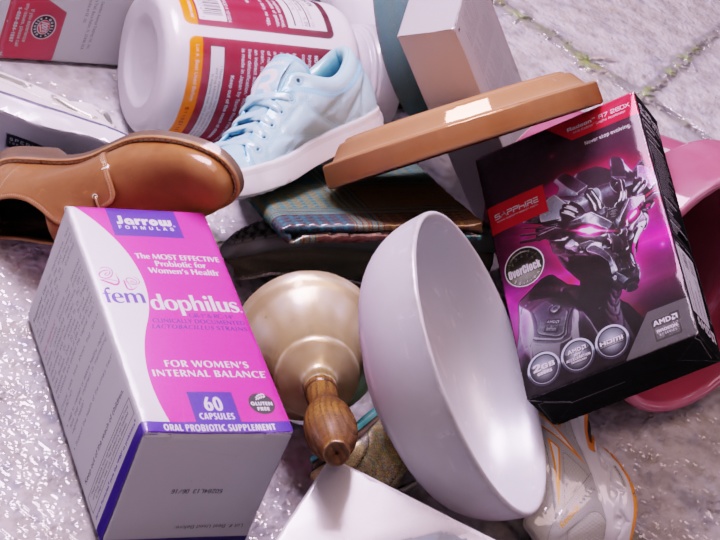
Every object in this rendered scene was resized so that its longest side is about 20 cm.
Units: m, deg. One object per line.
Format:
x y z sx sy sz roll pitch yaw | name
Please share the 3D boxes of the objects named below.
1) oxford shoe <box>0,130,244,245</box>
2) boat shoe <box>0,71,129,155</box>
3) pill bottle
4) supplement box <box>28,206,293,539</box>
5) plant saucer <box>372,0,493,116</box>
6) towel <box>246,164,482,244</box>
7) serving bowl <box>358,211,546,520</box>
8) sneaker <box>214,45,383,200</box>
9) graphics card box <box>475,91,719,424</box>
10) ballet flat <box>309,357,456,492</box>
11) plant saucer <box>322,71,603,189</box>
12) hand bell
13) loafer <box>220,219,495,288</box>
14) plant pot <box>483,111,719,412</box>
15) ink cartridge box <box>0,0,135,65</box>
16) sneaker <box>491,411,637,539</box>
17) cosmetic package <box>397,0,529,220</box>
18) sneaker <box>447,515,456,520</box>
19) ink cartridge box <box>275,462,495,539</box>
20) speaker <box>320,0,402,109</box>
-0.171 -0.044 1.457 0.199 0.072 0.071 -6 35 25 | oxford shoe
-0.203 -0.093 1.549 0.199 0.071 0.070 21 40 5 | boat shoe
-0.074 -0.150 1.648 0.199 0.113 0.113 3 42 -27 | pill bottle
-0.130 0.063 1.374 0.101 0.104 0.200 1 42 -28 | supplement box
0.062 -0.208 1.694 0.027 0.201 0.200 -3 29 25 | plant saucer
-0.005 -0.047 1.545 0.146 0.022 0.200 -2 14 -12 | towel
0.049 0.067 1.371 0.200 0.065 0.201 54 24 -39 | serving bowl
-0.064 -0.106 1.543 0.200 0.074 0.082 -32 108 -49 | sneaker
0.156 -0.010 1.457 0.051 0.125 0.201 42 32 -52 | graphics card box
0.035 0.103 1.458 0.071 0.071 0.200 34 38 11 | ballet flat
0.068 -0.100 1.507 0.200 0.200 0.033 -20 93 -43 | plant saucer
-0.023 0.076 1.353 0.104 0.105 0.200 16 13 -11 | hand bell
0.000 0.000 1.543 0.199 0.070 0.075 0 12 -5 | loafer
0.195 -0.024 1.603 0.199 0.201 0.179 -13 36 -39 | plant pot
-0.175 -0.236 1.667 0.199 0.146 0.084 2 42 -28 | ink cartridge box
0.109 0.112 1.477 0.091 0.076 0.200 -4 45 -26 | sneaker
0.087 -0.130 1.647 0.050 0.201 0.083 -6 44 22 | cosmetic package
0.098 0.219 1.351 0.200 0.079 0.095 37 27 13 | sneaker
0.026 0.224 1.250 0.199 0.045 0.177 25 55 14 | ink cartridge box
0.007 -0.227 1.813 0.081 0.081 0.201 2 43 -27 | speaker
